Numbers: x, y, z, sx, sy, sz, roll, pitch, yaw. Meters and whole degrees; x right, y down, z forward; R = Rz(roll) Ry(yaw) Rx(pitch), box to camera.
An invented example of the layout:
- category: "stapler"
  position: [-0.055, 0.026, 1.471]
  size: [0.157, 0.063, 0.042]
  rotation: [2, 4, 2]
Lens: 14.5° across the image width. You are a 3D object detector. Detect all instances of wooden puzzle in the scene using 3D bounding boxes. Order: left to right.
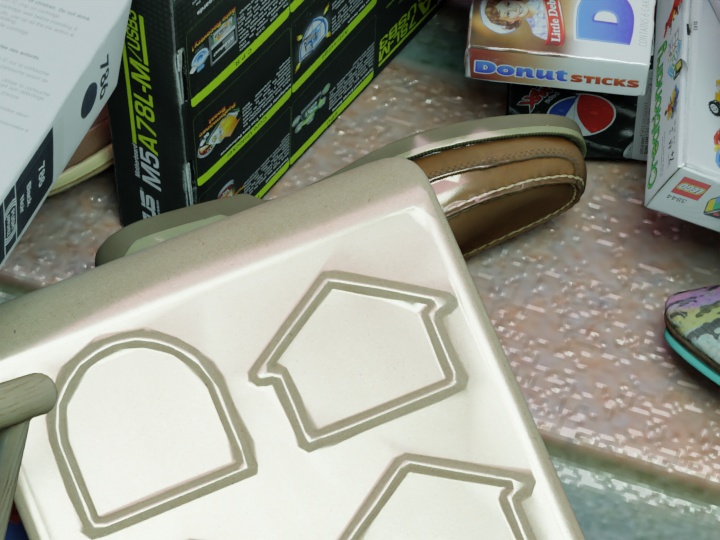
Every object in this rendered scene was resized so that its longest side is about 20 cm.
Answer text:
- category: "wooden puzzle"
  position: [-0.028, 0.078, 1.023]
  size: [0.185, 0.046, 0.201]
  rotation: [-21, 75, -12]

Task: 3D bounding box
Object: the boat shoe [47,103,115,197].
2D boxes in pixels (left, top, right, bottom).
- category: "boat shoe"
  position: [-0.097, -0.106, 1.156]
  size: [0.072, 0.068, 0.200]
  rotation: [20, 54, 40]

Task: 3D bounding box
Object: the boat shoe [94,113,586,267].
- category: "boat shoe"
  position: [0.000, 0.000, 1.103]
  size: [0.199, 0.072, 0.068]
  rotation: [-19, 63, -1]

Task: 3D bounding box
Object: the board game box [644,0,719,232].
- category: "board game box"
  position: [0.209, -0.054, 1.111]
  size: [0.199, 0.035, 0.127]
  rotation: [18, 56, -15]

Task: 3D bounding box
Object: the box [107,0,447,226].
- category: "box"
  position: [-0.023, -0.126, 1.106]
  size: [0.047, 0.193, 0.200]
  rotation: [33, 64, 17]

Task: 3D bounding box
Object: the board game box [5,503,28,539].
- category: "board game box"
  position: [-0.092, 0.155, 1.028]
  size: [0.199, 0.019, 0.103]
  rotation: [29, 63, 17]

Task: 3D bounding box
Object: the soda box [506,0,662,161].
- category: "soda box"
  position: [0.094, -0.145, 1.188]
  size: [0.063, 0.071, 0.201]
  rotation: [2, 57, 3]

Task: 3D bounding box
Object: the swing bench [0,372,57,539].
- category: "swing bench"
  position: [-0.210, 0.131, 0.893]
  size: [0.129, 0.200, 0.200]
  rotation: [20, 24, 13]

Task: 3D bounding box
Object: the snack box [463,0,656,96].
- category: "snack box"
  position: [0.086, -0.159, 1.140]
  size: [0.072, 0.024, 0.201]
  rotation: [6, 57, 2]

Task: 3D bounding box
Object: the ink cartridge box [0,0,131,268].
- category: "ink cartridge box"
  position: [-0.147, -0.050, 0.938]
  size: [0.099, 0.039, 0.200]
  rotation: [18, 50, 12]

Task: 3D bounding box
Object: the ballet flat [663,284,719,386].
- category: "ballet flat"
  position: [0.208, 0.046, 1.062]
  size: [0.200, 0.071, 0.069]
  rotation: [37, 32, 20]
